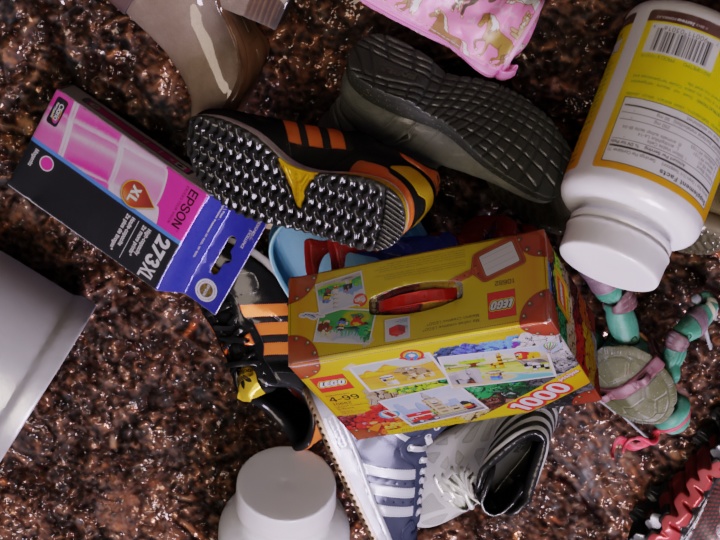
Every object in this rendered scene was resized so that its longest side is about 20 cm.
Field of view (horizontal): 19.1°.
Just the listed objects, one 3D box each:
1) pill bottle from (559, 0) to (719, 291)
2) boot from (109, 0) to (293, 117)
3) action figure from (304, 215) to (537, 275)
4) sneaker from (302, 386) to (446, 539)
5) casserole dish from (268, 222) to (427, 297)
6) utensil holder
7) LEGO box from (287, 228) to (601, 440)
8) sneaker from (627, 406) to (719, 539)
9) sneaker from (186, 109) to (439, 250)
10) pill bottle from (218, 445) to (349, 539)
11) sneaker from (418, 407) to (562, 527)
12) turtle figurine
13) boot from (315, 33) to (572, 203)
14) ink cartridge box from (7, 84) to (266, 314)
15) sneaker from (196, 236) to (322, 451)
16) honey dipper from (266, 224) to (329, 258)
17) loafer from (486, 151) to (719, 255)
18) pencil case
[{"bbox_3d":[0.216,-0.090,1.574,0.109,0.109,0.201,24,74,-5],"label":"pill bottle"},{"bbox_3d":[-0.140,-0.194,1.655,0.146,0.070,0.201,28,116,1],"label":"boot"},{"bbox_3d":[0.058,0.008,1.666,0.199,0.065,0.100,-11,97,-29],"label":"action figure"},{"bbox_3d":[0.038,0.157,1.741,0.108,0.070,0.201,-26,117,-4],"label":"sneaker"},{"bbox_3d":[0.000,0.000,1.709,0.121,0.039,0.200,-34,123,-1],"label":"casserole dish"},{"bbox_3d":[-0.343,0.048,1.736,0.199,0.170,0.170,32,116,-7],"label":"utensil holder"},{"bbox_3d":[0.065,0.051,1.592,0.199,0.078,0.149,-11,151,18],"label":"LEGO box"},{"bbox_3d":[0.309,0.179,1.768,0.098,0.071,0.201,31,118,-8],"label":"sneaker"},{"bbox_3d":[-0.035,-0.076,1.609,0.199,0.090,0.070,22,122,25],"label":"sneaker"},{"bbox_3d":[-0.065,0.244,1.799,0.110,0.111,0.201,8,134,4],"label":"pill bottle"},{"bbox_3d":[0.087,0.169,1.759,0.076,0.116,0.201,36,124,-10],"label":"sneaker"},{"bbox_3d":[0.217,0.065,1.699,0.149,0.101,0.200,-30,116,21],"label":"turtle figurine"},{"bbox_3d":[0.064,-0.096,1.648,0.199,0.068,0.131,31,151,5],"label":"boot"},{"bbox_3d":[-0.179,-0.055,1.705,0.199,0.037,0.095,34,110,7],"label":"ink cartridge box"},{"bbox_3d":[-0.084,0.059,1.741,0.070,0.090,0.200,-25,113,42],"label":"sneaker"},{"bbox_3d":[-0.118,-0.049,1.733,0.199,0.038,0.038,13,117,3],"label":"honey dipper"},{"bbox_3d":[0.196,-0.064,1.667,0.199,0.068,0.076,15,156,14],"label":"loafer"},{"bbox_3d":[0.043,-0.221,1.602,0.199,0.083,0.087,27,115,-7],"label":"pencil case"}]
